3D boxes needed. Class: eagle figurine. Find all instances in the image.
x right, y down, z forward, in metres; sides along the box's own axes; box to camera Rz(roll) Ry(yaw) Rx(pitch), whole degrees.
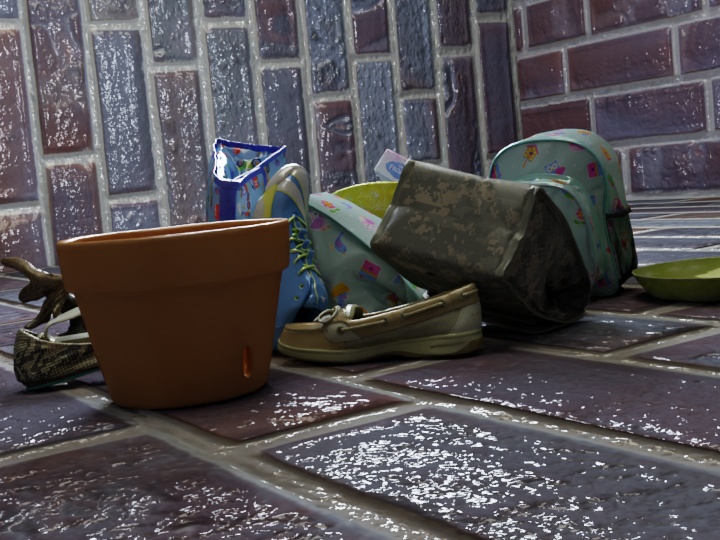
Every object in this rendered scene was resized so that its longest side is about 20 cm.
[{"bbox_3d":[-0.268,0.040,1.140,0.150,0.153,0.200,-39,-31,10],"label":"eagle figurine"}]

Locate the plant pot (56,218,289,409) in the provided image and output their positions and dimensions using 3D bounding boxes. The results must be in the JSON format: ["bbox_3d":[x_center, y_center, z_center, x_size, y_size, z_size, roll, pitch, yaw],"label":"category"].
[{"bbox_3d":[-0.152,0.034,0.897,0.196,0.143,0.200,-6,6,1],"label":"plant pot"}]

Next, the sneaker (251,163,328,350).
[{"bbox_3d":[-0.066,-0.005,1.072,0.104,0.203,0.076,15,-5,26],"label":"sneaker"}]

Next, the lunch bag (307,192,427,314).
[{"bbox_3d":[0.000,0.000,1.198,0.198,0.123,0.170,30,11,8],"label":"lunch bag"}]

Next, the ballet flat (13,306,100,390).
[{"bbox_3d":[-0.234,0.065,1.003,0.196,0.077,0.068,-6,4,-12],"label":"ballet flat"}]

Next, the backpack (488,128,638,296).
[{"bbox_3d":[0.236,-0.069,1.272,0.173,0.204,0.152,-1,7,34],"label":"backpack"}]

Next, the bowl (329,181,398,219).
[{"bbox_3d":[0.037,-0.022,1.350,0.196,0.109,0.201,0,-23,0],"label":"bowl"}]

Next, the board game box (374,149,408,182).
[{"bbox_3d":[0.132,-0.088,1.567,0.198,0.041,0.200,31,-6,21],"label":"board game box"}]

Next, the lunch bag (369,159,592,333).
[{"bbox_3d":[0.131,-0.011,1.058,0.162,0.119,0.200,17,-13,37],"label":"lunch bag"}]

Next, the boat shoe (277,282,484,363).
[{"bbox_3d":[0.016,0.049,0.981,0.197,0.064,0.073,-4,5,18],"label":"boat shoe"}]

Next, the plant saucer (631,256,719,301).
[{"bbox_3d":[0.410,0.009,1.182,0.196,0.032,0.200,-5,6,1],"label":"plant saucer"}]

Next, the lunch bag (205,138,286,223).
[{"bbox_3d":[-0.143,-0.049,1.178,0.092,0.153,0.200,5,20,1],"label":"lunch bag"}]
